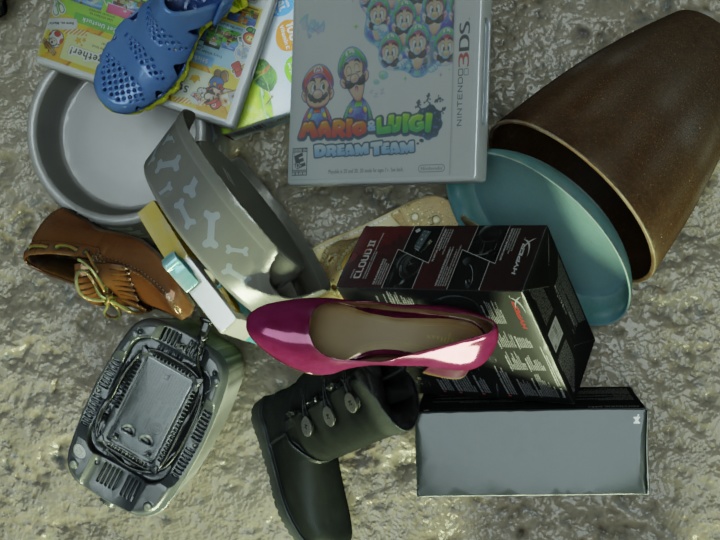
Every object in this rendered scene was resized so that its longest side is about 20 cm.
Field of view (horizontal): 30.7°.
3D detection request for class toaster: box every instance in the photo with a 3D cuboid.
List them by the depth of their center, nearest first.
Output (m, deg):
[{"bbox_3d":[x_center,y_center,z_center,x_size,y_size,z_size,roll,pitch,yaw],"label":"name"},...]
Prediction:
[{"bbox_3d":[-0.180,0.121,1.208,0.113,0.129,0.202,26,94,5],"label":"toaster"}]

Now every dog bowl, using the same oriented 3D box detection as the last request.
[{"bbox_3d":[-0.110,-0.043,1.137,0.058,0.200,0.201,-39,86,6],"label":"dog bowl"},{"bbox_3d":[-0.226,-0.131,1.248,0.197,0.059,0.203,0,90,6],"label":"dog bowl"}]

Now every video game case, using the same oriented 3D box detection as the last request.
[{"bbox_3d":[0.022,-0.167,1.141,0.198,0.024,0.185,1,89,34],"label":"video game case"},{"bbox_3d":[-0.179,-0.247,1.206,0.197,0.023,0.184,19,88,5],"label":"video game case"}]

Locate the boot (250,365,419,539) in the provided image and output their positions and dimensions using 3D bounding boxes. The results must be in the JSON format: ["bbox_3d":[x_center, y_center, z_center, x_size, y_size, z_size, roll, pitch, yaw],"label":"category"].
[{"bbox_3d":[-0.009,0.156,1.161,0.199,0.065,0.166,-35,79,45],"label":"boot"}]

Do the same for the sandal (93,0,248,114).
[{"bbox_3d":[-0.165,-0.223,1.150,0.079,0.087,0.201,40,93,4],"label":"sandal"}]

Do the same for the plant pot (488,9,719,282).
[{"bbox_3d":[0.246,-0.126,1.149,0.187,0.187,0.200,44,76,4],"label":"plant pot"}]

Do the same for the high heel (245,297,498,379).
[{"bbox_3d":[0.010,0.043,1.047,0.197,0.096,0.068,6,65,-10],"label":"high heel"}]

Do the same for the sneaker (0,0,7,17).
[{"bbox_3d":[-0.307,-0.319,1.264,0.199,0.072,0.083,-39,110,6],"label":"sneaker"}]

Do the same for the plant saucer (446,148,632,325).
[{"bbox_3d":[0.160,-0.034,1.148,0.200,0.200,0.027,42,69,5],"label":"plant saucer"}]

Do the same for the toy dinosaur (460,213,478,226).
[{"bbox_3d":[0.130,0.005,1.183,0.200,0.100,0.059,47,52,-26],"label":"toy dinosaur"}]

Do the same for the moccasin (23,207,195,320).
[{"bbox_3d":[-0.226,0.003,1.165,0.200,0.074,0.078,24,61,30],"label":"moccasin"}]

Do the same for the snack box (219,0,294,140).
[{"bbox_3d":[-0.054,-0.222,1.231,0.197,0.053,0.144,-17,88,6],"label":"snack box"}]

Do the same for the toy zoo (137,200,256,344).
[{"bbox_3d":[-0.129,0.007,1.155,0.020,0.200,0.132,-38,73,5],"label":"toy zoo"}]

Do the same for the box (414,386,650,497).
[{"bbox_3d":[0.150,0.151,1.167,0.197,0.141,0.080,-2,90,7],"label":"box"}]

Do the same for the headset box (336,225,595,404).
[{"bbox_3d":[0.084,0.037,1.136,0.198,0.150,0.078,1,48,34],"label":"headset box"}]

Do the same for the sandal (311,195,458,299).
[{"bbox_3d":[-0.003,-0.005,1.218,0.210,0.070,0.078,-33,87,6],"label":"sandal"}]
